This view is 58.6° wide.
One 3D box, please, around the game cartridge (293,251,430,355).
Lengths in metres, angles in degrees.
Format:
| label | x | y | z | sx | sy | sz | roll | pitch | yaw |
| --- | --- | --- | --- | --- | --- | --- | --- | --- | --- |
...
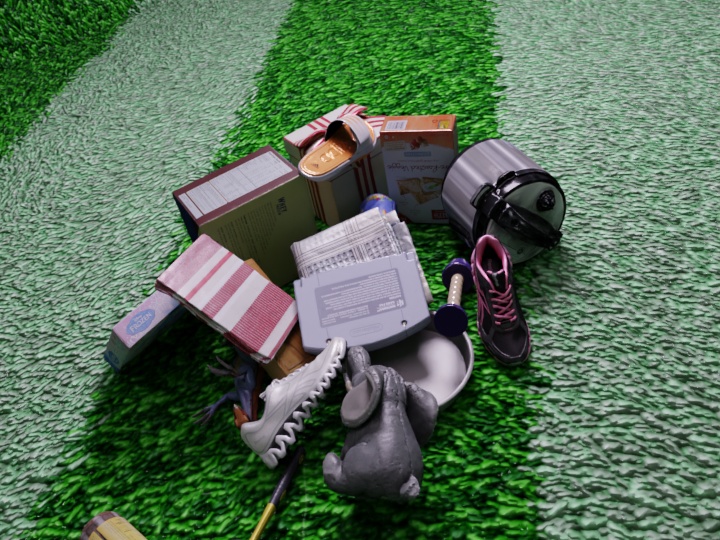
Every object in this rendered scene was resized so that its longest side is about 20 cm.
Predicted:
| label | x | y | z | sx | sy | sz | roll | pitch | yaw |
| --- | --- | --- | --- | --- | --- | --- | --- | --- | --- |
| game cartridge | 0.002 | 0.055 | 0.975 | 0.195 | 0.041 | 0.136 | -13 | 61 | 3 |

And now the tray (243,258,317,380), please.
| label | x | y | z | sx | sy | sz | roll | pitch | yaw |
| --- | --- | --- | --- | --- | --- | --- | --- | --- | --- |
| tray | -0.147 | 0.076 | 0.995 | 0.200 | 0.037 | 0.098 | 48 | 39 | 14 |

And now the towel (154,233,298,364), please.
| label | x | y | z | sx | sy | sz | roll | pitch | yaw |
| --- | --- | --- | --- | --- | --- | --- | --- | --- | --- |
| towel | -0.189 | 0.039 | 0.955 | 0.198 | 0.023 | 0.145 | 36 | 36 | -3 |

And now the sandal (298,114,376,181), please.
| label | x | y | z | sx | sy | sz | roll | pitch | yaw |
| --- | --- | --- | --- | --- | --- | --- | --- | --- | --- |
| sandal | -0.030 | -0.223 | 1.108 | 0.078 | 0.060 | 0.207 | 31 | 47 | 11 |

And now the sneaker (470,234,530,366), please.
| label | x | y | z | sx | sy | sz | roll | pitch | yaw |
| --- | --- | --- | --- | --- | --- | --- | --- | --- | --- |
| sneaker | 0.204 | 0.038 | 0.953 | 0.077 | 0.096 | 0.204 | -13 | 69 | 6 |

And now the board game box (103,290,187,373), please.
| label | x | y | z | sx | sy | sz | roll | pitch | yaw |
| --- | --- | --- | --- | --- | --- | --- | --- | --- | --- |
| board game box | -0.321 | 0.068 | 1.046 | 0.043 | 0.199 | 0.200 | 46 | 59 | -3 |

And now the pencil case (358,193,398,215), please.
| label | x | y | z | sx | sy | sz | roll | pitch | yaw |
| --- | --- | --- | --- | --- | --- | --- | --- | --- | --- |
| pencil case | 0.041 | -0.054 | 1.150 | 0.086 | 0.078 | 0.202 | -33 | 36 | 22 |

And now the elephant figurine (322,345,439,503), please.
| label | x | y | z | sx | sy | sz | roll | pitch | yaw |
| --- | --- | --- | --- | --- | --- | --- | --- | --- | --- |
| elephant figurine | 0.024 | 0.179 | 0.809 | 0.152 | 0.142 | 0.204 | 1 | 67 | 19 |

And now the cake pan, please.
| label | x | y | z | sx | sy | sz | roll | pitch | yaw |
| --- | --- | --- | --- | --- | --- | --- | --- | --- | --- |
| cake pan | 0.071 | 0.141 | 0.956 | 0.195 | 0.037 | 0.203 | -8 | 41 | 6 |

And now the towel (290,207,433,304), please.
| label | x | y | z | sx | sy | sz | roll | pitch | yaw |
| --- | --- | --- | --- | --- | --- | --- | --- | --- | --- |
| towel | 0.000 | 0.000 | 1.035 | 0.196 | 0.035 | 0.195 | -20 | 59 | -3 |

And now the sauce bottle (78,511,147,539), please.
| label | x | y | z | sx | sy | sz | roll | pitch | yaw |
| --- | --- | --- | --- | --- | --- | --- | --- | --- | --- |
| sauce bottle | -0.262 | 0.368 | 0.773 | 0.198 | 0.066 | 0.065 | 23 | 52 | 35 |

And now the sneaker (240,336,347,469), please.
| label | x | y | z | sx | sy | sz | roll | pitch | yaw |
| --- | --- | --- | --- | --- | --- | --- | --- | --- | --- |
| sneaker | -0.089 | 0.169 | 0.890 | 0.080 | 0.075 | 0.201 | 34 | 74 | 8 |

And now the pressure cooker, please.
| label | x | y | z | sx | sy | sz | roll | pitch | yaw |
| --- | --- | --- | --- | --- | --- | --- | --- | --- | --- |
| pressure cooker | 0.245 | -0.109 | 1.082 | 0.173 | 0.181 | 0.201 | -20 | 40 | -12 |

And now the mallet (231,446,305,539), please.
| label | x | y | z | sx | sy | sz | roll | pitch | yaw |
| --- | --- | --- | --- | --- | --- | --- | --- | --- | --- |
| mallet | -0.115 | 0.315 | 0.820 | 0.040 | 0.067 | 0.200 | 7 | 30 | 20 |

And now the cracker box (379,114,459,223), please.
| label | x | y | z | sx | sy | sz | roll | pitch | yaw |
| --- | --- | --- | --- | --- | --- | --- | --- | --- | --- |
| cracker box | 0.115 | -0.181 | 1.180 | 0.131 | 0.203 | 0.058 | 2 | 43 | 18 |

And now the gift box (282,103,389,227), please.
| label | x | y | z | sx | sy | sz | roll | pitch | yaw |
| --- | --- | --- | --- | --- | --- | --- | --- | --- | --- |
| gift box | -0.021 | -0.208 | 1.258 | 0.183 | 0.189 | 0.199 | -36 | 44 | -25 |

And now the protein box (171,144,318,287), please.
| label | x | y | z | sx | sy | sz | roll | pitch | yaw |
| --- | --- | --- | --- | --- | --- | --- | --- | --- | --- |
| protein box | -0.194 | -0.076 | 1.147 | 0.198 | 0.201 | 0.135 | -30 | 44 | -19 |

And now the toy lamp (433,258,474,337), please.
| label | x | y | z | sx | sy | sz | roll | pitch | yaw |
| --- | --- | --- | --- | --- | --- | --- | --- | --- | --- |
| toy lamp | 0.149 | 0.035 | 1.009 | 0.057 | 0.059 | 0.201 | 0 | 24 | 14 |

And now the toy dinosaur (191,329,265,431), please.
| label | x | y | z | sx | sy | sz | roll | pitch | yaw |
| --- | --- | --- | --- | --- | --- | --- | --- | --- | --- |
| toy dinosaur | -0.168 | 0.155 | 0.972 | 0.197 | 0.106 | 0.183 | -21 | 57 | -23 |
